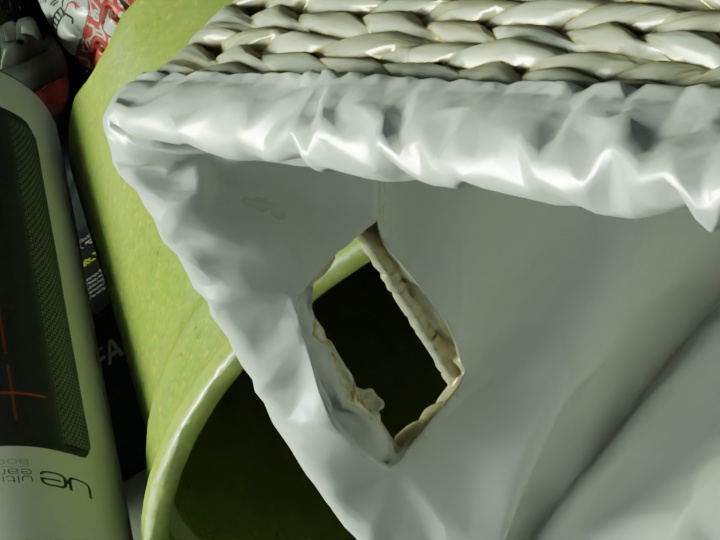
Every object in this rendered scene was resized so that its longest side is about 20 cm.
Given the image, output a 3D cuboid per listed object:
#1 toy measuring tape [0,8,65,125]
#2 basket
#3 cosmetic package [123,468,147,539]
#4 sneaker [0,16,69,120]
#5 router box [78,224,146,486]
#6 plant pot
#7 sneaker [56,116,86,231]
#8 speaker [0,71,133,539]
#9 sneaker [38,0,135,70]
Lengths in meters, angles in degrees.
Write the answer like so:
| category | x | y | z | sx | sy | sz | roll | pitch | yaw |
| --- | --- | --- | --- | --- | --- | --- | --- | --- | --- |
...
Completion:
| category | x | y | z | sx | sy | sz | roll | pitch | yaw |
| --- | --- | --- | --- | --- | --- | --- | --- | --- | --- |
| toy measuring tape | -0.141 | -0.098 | 1.180 | 0.074 | 0.073 | 0.200 | 48 | 124 | 35 |
| basket | 0.091 | -0.006 | 0.655 | 0.200 | 0.161 | 0.198 | 9 | 140 | 46 |
| cosmetic package | -0.041 | 0.122 | 0.967 | 0.081 | 0.200 | 0.113 | 7 | 111 | 37 |
| sneaker | -0.159 | -0.025 | 1.115 | 0.200 | 0.071 | 0.098 | -30 | 88 | 49 |
| router box | -0.107 | 0.089 | 0.992 | 0.062 | 0.200 | 0.150 | 4 | 119 | 37 |
| plant pot | 0.000 | 0.000 | 0.887 | 0.184 | 0.200 | 0.201 | -122 | 32 | -45 |
| sneaker | -0.095 | 0.011 | 1.146 | 0.112 | 0.073 | 0.200 | 58 | 138 | 29 |
| speaker | -0.116 | 0.033 | 0.871 | 0.200 | 0.081 | 0.081 | -105 | 22 | -43 |
| sneaker | -0.058 | -0.110 | 1.023 | 0.201 | 0.067 | 0.108 | 40 | 137 | 48 |
